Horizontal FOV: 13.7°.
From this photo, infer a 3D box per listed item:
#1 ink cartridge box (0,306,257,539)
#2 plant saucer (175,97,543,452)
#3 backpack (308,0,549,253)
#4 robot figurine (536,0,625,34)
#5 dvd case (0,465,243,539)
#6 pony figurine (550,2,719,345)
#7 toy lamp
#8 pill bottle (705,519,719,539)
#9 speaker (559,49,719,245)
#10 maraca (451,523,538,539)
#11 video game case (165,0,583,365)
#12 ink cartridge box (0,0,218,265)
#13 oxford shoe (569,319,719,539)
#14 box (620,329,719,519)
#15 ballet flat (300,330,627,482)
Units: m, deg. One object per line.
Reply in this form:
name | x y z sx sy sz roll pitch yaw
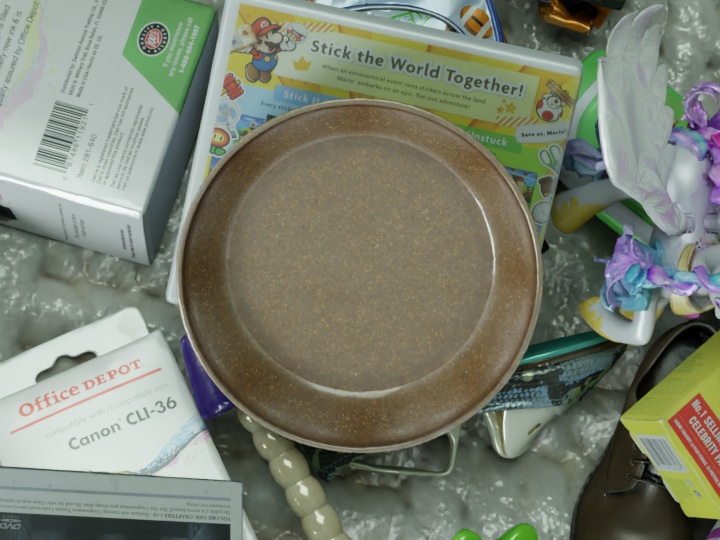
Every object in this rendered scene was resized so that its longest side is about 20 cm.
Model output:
ink cartridge box | -0.141 0.116 1.722 0.116 0.068 0.200 -24 71 -8
plant saucer | 0.000 0.000 1.647 0.200 0.037 0.201 1 106 2
backpack | 0.006 -0.095 1.748 0.200 0.154 0.191 -6 83 -3
robot figurine | 0.088 -0.210 1.838 0.200 0.058 0.145 28 30 5
dvd case | -0.136 0.208 1.599 0.150 0.025 0.200 5 75 -22
pony figurine | 0.180 -0.043 1.643 0.166 0.200 0.193 -1 89 -24
toy lamp | -0.039 0.117 1.697 0.058 0.058 0.200 -29 90 -11
pill bottle | 0.216 0.215 1.662 0.112 0.112 0.200 31 71 11
speaker | 0.199 -0.044 1.779 0.200 0.088 0.088 39 73 13
maraca | 0.048 0.232 1.648 0.137 0.107 0.200 42 82 -30
video game case | 0.007 -0.049 1.663 0.200 0.023 0.182 12 106 -1
ink cartridge box | -0.200 -0.106 1.800 0.200 0.084 0.145 16 69 5
oxford shoe | 0.165 0.117 1.716 0.073 0.084 0.200 13 70 3
box | 0.243 0.049 1.680 0.200 0.050 0.075 -38 103 -19
ballet flat | 0.061 0.083 1.747 0.200 0.074 0.074 -10 69 -2
